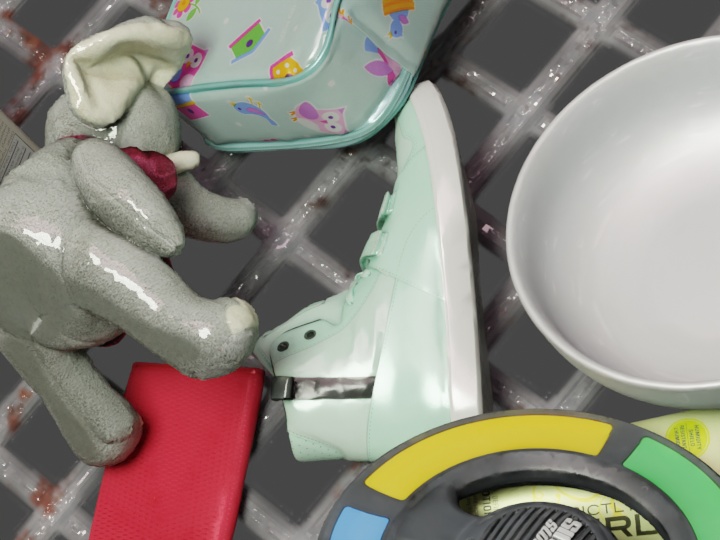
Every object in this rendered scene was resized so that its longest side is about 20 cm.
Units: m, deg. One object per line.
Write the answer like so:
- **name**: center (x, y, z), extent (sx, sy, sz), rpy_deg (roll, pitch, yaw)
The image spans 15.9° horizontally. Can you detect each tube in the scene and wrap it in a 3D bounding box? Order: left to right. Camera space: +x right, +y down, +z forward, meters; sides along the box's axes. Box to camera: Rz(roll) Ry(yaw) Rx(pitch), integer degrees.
- **tube**: center (0.102, 0.105, 1.215), extent (0.199, 0.058, 0.052), rpy_deg (-8, 29, 11)

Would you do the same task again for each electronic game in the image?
- **electronic game**: center (0.078, 0.132, 1.125), extent (0.199, 0.042, 0.201), rpy_deg (-2, 40, 1)

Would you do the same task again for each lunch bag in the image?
- **lunch bag**: center (-0.024, -0.159, 1.355), extent (0.160, 0.077, 0.201), rpy_deg (-4, 57, 46)

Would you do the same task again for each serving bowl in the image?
- **serving bowl**: center (0.173, -0.014, 1.232), extent (0.199, 0.066, 0.201), rpy_deg (-10, 54, 14)

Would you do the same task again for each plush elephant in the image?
- **plush elephant**: center (-0.123, -0.029, 1.282), extent (0.200, 0.165, 0.155), rpy_deg (41, 51, 0)

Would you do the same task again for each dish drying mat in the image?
- **dish drying mat**: center (-0.101, 0.141, 1.287), extent (0.076, 0.018, 0.201), rpy_deg (2, 65, 21)

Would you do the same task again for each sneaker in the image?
- **sneaker**: center (0.000, 0.000, 1.284), extent (0.117, 0.074, 0.201), rpy_deg (-7, 65, 8)

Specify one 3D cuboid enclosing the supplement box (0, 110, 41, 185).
- **supplement box**: center (-0.252, -0.071, 1.340), extent (0.125, 0.200, 0.074), rpy_deg (16, 74, 25)
